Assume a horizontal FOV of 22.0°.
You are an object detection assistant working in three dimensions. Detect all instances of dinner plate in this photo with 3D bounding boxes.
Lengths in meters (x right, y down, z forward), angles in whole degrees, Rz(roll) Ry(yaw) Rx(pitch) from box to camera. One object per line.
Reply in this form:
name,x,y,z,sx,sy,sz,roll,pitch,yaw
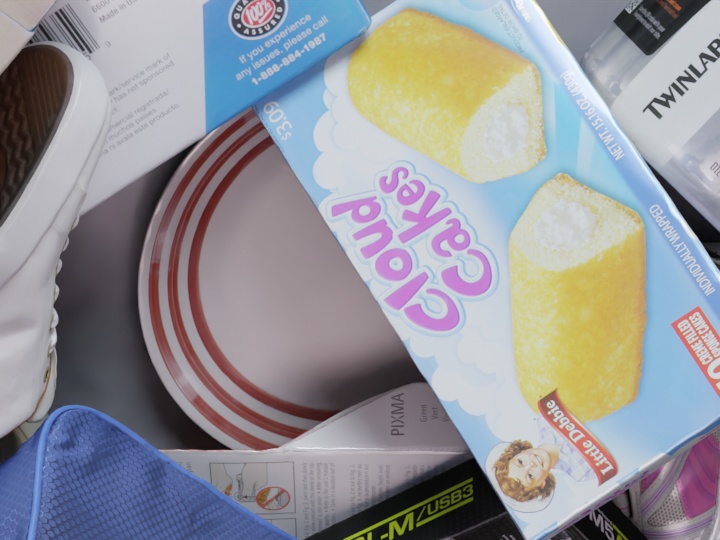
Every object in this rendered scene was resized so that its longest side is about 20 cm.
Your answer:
dinner plate,0.000,0.000,0.817,0.198,0.024,0.202,-6,119,-11

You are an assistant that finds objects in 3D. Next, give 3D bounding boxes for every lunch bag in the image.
lunch bag,-0.095,0.167,0.731,0.132,0.136,0.200,-36,121,28

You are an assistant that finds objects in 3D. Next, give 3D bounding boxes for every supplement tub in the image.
supplement tub,0.194,-0.111,0.750,0.122,0.123,0.200,37,104,-27

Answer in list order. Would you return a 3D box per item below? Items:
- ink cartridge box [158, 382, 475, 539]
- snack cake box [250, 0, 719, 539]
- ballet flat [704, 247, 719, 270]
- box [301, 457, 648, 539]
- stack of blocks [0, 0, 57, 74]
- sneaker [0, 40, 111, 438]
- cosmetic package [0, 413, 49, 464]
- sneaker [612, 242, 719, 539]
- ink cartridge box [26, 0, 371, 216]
ink cartridge box,-0.001,0.124,0.859,0.198,0.050,0.162,2,130,2
snack cake box,0.059,-0.009,0.714,0.115,0.067,0.201,-34,79,3
ballet flat,0.127,0.016,0.770,0.199,0.072,0.073,15,114,4
box,0.056,0.179,0.845,0.192,0.048,0.200,-28,125,26
stack of blocks,-0.162,-0.062,0.602,0.058,0.116,0.200,36,122,-20
sneaker,-0.137,0.005,0.687,0.084,0.073,0.200,14,120,-46
cosmetic package,-0.194,0.064,0.776,0.103,0.073,0.201,-28,121,1
sneaker,0.132,0.070,0.859,0.088,0.081,0.201,9,106,-16
ink cartridge box,-0.110,-0.142,0.682,0.145,0.084,0.200,-31,120,6
